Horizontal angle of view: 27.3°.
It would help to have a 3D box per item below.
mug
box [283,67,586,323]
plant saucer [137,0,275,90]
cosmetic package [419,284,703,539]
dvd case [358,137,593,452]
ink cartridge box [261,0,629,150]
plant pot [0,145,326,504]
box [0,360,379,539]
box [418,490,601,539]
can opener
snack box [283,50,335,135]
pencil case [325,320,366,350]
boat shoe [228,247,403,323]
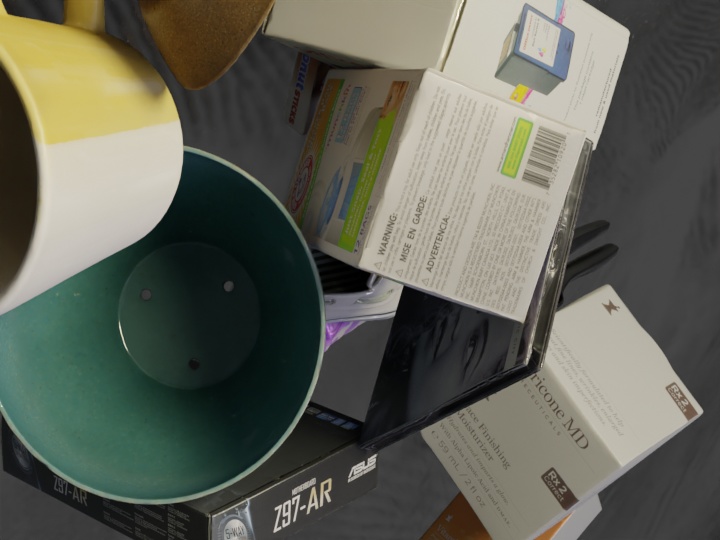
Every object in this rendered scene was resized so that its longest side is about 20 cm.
[{"bbox_3d":[-0.156,-0.072,0.729,0.187,0.149,0.153,-52,164,26],"label":"mug"},{"bbox_3d":[0.033,-0.050,0.864,0.100,0.200,0.114,18,93,-18],"label":"box"},{"bbox_3d":[-0.066,-0.189,0.718,0.035,0.201,0.202,17,112,-25],"label":"plant saucer"},{"bbox_3d":[0.201,0.152,1.507,0.164,0.166,0.200,-22,160,-45],"label":"cosmetic package"},{"bbox_3d":[0.065,0.019,0.891,0.200,0.016,0.150,-35,-147,57],"label":"dvd case"},{"bbox_3d":[0.057,-0.150,0.933,0.199,0.144,0.089,16,92,-55],"label":"ink cartridge box"},{"bbox_3d":[-0.113,0.029,0.896,0.201,0.199,0.135,-53,177,3],"label":"plant pot"},{"bbox_3d":[-0.111,0.118,0.966,0.159,0.198,0.044,-20,120,-47],"label":"box"},{"bbox_3d":[0.176,0.308,1.766,0.200,0.124,0.098,-48,154,-10],"label":"box"},{"bbox_3d":[0.201,-0.007,1.507,0.199,0.078,0.064,-33,110,-41],"label":"can opener"},{"bbox_3d":[0.026,-0.157,1.051,0.199,0.024,0.072,-27,144,-42],"label":"snack box"},{"bbox_3d":[0.007,0.004,1.151,0.199,0.085,0.085,-29,139,-38],"label":"pencil case"},{"bbox_3d":[0.000,0.000,1.055,0.199,0.074,0.067,-23,170,-39],"label":"boat shoe"}]
